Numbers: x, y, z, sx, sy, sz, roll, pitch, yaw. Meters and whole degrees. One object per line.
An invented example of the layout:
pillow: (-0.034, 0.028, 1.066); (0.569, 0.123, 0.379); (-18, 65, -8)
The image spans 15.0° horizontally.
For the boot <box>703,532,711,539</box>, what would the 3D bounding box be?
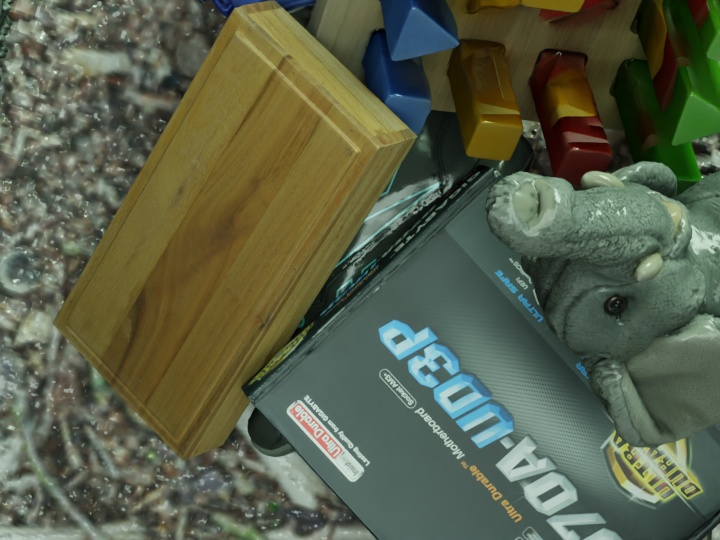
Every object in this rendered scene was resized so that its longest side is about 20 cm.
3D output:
boot: (0.096, 0.147, 1.367); (0.150, 0.073, 0.201); (-2, 109, -5)

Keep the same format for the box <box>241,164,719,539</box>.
box: (0.067, 0.075, 1.288); (0.159, 0.046, 0.200); (-42, 99, -2)

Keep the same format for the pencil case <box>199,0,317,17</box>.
pencil case: (0.013, -0.169, 1.289); (0.199, 0.078, 0.087); (-11, 92, 0)

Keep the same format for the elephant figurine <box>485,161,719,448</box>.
elephant figurine: (0.131, 0.002, 1.193); (0.199, 0.141, 0.156); (-13, 109, -17)

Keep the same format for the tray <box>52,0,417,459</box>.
tray: (-0.063, -0.017, 1.284); (0.099, 0.037, 0.200); (44, 123, 19)

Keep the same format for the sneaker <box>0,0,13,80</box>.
sneaker: (-0.228, -0.066, 1.306); (0.090, 0.066, 0.201); (18, 103, -9)

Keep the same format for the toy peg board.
toy peg board: (0.095, -0.121, 1.231); (0.198, 0.098, 0.200); (5, 134, -17)

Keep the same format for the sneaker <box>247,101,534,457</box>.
sneaker: (0.000, 0.000, 1.339); (0.079, 0.075, 0.200); (37, 91, 2)
